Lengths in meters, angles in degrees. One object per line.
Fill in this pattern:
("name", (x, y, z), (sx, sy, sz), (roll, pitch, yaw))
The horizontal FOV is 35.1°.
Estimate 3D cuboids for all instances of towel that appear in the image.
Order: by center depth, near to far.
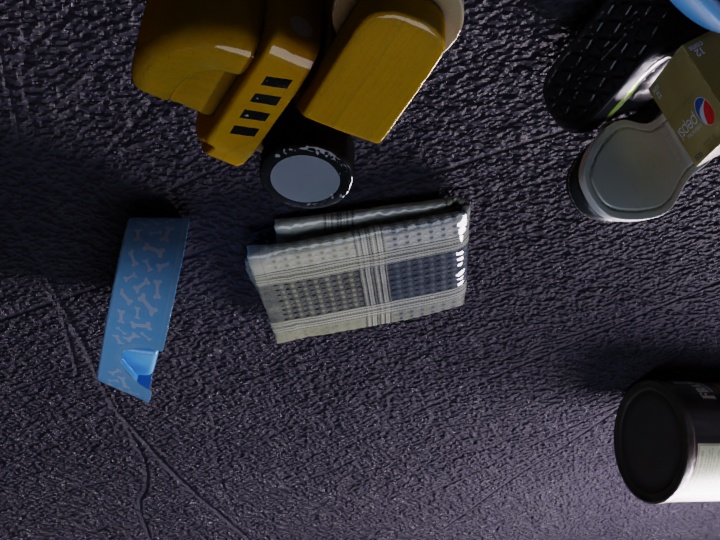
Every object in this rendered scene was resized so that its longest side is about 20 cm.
("towel", (0.000, 0.000, 1.028), (0.198, 0.035, 0.193), (-11, 154, -1))

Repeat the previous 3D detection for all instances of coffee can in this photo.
("coffee can", (0.433, 0.209, 1.395), (0.198, 0.148, 0.147), (4, 148, -23))

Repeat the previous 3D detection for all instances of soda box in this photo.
("soda box", (0.292, -0.147, 0.735), (0.199, 0.064, 0.068), (-27, 169, -11))

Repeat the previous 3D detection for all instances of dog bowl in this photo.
("dog bowl", (-0.183, 0.031, 0.946), (0.049, 0.112, 0.200), (12, 147, -10))

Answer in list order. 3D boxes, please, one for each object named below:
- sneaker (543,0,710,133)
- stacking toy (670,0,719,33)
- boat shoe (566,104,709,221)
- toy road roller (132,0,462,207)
("sneaker", (0.204, -0.167, 0.773), (0.082, 0.072, 0.200), (-15, 162, -44))
("stacking toy", (0.227, -0.240, 0.619), (0.109, 0.117, 0.200), (27, 121, -39))
("boat shoe", (0.199, -0.076, 0.833), (0.060, 0.076, 0.199), (-23, -179, 44))
("toy road roller", (-0.043, -0.143, 0.658), (0.145, 0.124, 0.200), (19, 140, -22))
